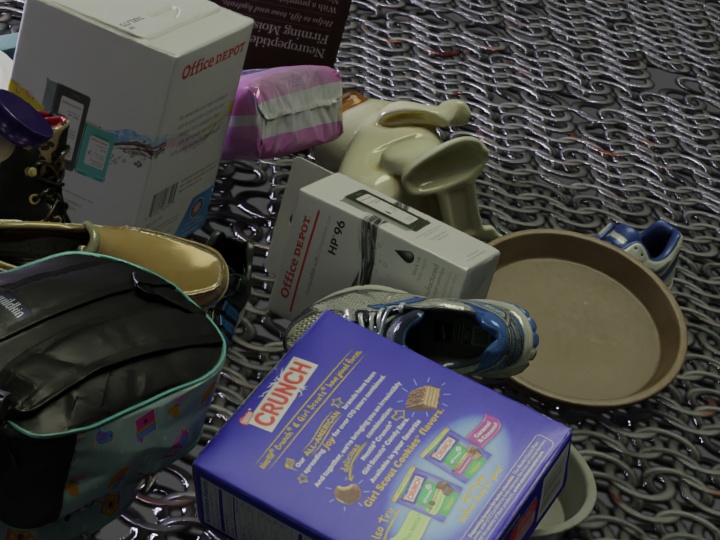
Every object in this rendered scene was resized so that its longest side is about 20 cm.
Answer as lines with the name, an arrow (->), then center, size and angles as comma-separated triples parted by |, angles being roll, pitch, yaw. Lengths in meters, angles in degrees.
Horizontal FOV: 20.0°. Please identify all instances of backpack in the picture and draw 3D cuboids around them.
backpack -> -0.194, 0.079, 1.333 | 0.176, 0.154, 0.200 | 33, 42, 28

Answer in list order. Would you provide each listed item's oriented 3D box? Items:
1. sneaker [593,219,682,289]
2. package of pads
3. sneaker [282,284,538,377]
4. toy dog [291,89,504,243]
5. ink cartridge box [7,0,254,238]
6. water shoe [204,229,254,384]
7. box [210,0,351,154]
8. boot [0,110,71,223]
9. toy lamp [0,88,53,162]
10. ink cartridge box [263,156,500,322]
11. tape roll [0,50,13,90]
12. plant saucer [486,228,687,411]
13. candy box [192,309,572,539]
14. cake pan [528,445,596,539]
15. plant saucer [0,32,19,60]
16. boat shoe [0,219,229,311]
sneaker -> 0.209, -0.004, 1.832 | 0.200, 0.088, 0.075 | -11, 39, -43
package of pads -> -0.123, -0.140, 1.835 | 0.200, 0.076, 0.120 | 1, 11, 41
sneaker -> 0.030, 0.047, 1.555 | 0.199, 0.077, 0.085 | -3, -2, 18
toy dog -> 0.023, -0.082, 1.857 | 0.194, 0.140, 0.200 | -26, 35, -2
ink cartridge box -> -0.201, -0.130, 1.704 | 0.146, 0.200, 0.147 | 24, 25, 15
water shoe -> -0.128, 0.030, 1.562 | 0.071, 0.079, 0.200 | 16, 25, 0
box -> -0.112, -0.248, 2.000 | 0.166, 0.200, 0.164 | 9, 26, -15
boot -> -0.225, -0.037, 1.512 | 0.200, 0.151, 0.073 | 8, 19, 23
toy lamp -> -0.298, -0.037, 1.461 | 0.058, 0.200, 0.058 | 39, 14, -12
ink cartridge box -> 0.000, 0.000, 1.660 | 0.200, 0.116, 0.068 | 26, 25, 21
tape roll -> -0.399, -0.155, 1.786 | 0.202, 0.071, 0.203 | 14, 24, -7
plant saucer -> 0.176, 0.045, 1.716 | 0.200, 0.030, 0.200 | 7, 46, -8
candy box -> 0.015, 0.138, 1.370 | 0.200, 0.077, 0.169 | 27, 52, 19
cake pan -> 0.073, 0.148, 1.494 | 0.200, 0.037, 0.200 | 13, 25, -6
plant saucer -> -0.252, -0.194, 1.865 | 0.199, 0.070, 0.019 | -9, 38, 13
boat shoe -> -0.187, -0.004, 1.428 | 0.199, 0.076, 0.072 | 0, 65, -14
